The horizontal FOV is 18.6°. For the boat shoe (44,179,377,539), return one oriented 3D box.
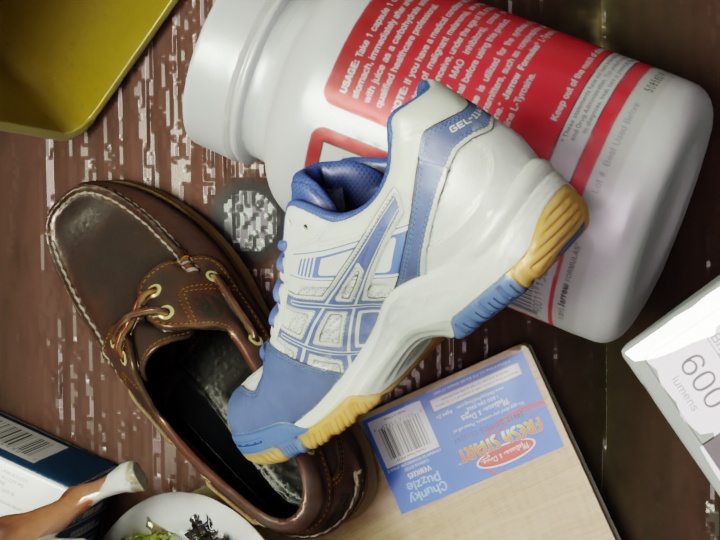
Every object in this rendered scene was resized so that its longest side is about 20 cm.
[{"bbox_3d":[-0.072,0.034,0.960,0.200,0.070,0.070,45,109,18],"label":"boat shoe"}]

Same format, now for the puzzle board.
[{"bbox_3d":[0.019,0.139,0.977,0.200,0.017,0.151,-25,86,17],"label":"puzzle board"}]

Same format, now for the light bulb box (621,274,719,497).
[{"bbox_3d":[0.244,0.048,0.841,0.200,0.125,0.198,-37,84,18],"label":"light bulb box"}]

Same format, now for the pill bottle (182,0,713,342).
[{"bbox_3d":[0.034,-0.056,0.904,0.200,0.112,0.113,23,101,14],"label":"pill bottle"}]

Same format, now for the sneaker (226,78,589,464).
[{"bbox_3d":[0.000,0.000,0.849,0.088,0.075,0.200,47,129,-2],"label":"sneaker"}]

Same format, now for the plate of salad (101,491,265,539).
[{"bbox_3d":[-0.081,0.197,0.956,0.200,0.048,0.201,1,91,50],"label":"plate of salad"}]

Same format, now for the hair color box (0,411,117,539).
[{"bbox_3d":[-0.196,0.166,1.022,0.100,0.061,0.200,24,101,13],"label":"hair color box"}]

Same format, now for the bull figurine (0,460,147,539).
[{"bbox_3d":[-0.139,0.155,0.877,0.121,0.200,0.065,-24,116,11],"label":"bull figurine"}]

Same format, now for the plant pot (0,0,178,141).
[{"bbox_3d":[-0.174,-0.194,0.923,0.176,0.200,0.200,43,106,21],"label":"plant pot"}]
